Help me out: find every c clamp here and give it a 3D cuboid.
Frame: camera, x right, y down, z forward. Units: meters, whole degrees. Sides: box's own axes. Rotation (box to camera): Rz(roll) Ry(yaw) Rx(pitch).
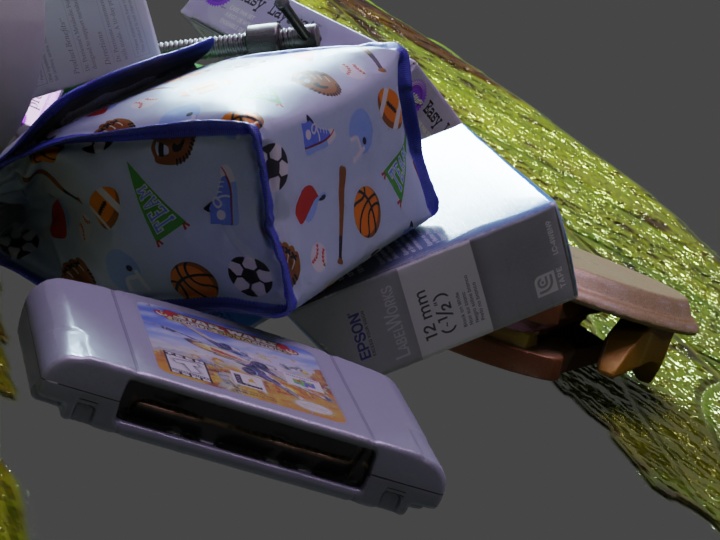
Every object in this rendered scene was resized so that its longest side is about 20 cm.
[{"bbox_3d":[-0.112,-0.130,1.840,0.199,0.027,0.171,-8,-19,17],"label":"c clamp"}]

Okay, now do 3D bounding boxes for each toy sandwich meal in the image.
[{"bbox_3d":[0.108,0.022,1.757,0.205,0.070,0.205,20,6,-2],"label":"toy sandwich meal"}]

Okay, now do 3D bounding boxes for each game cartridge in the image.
[{"bbox_3d":[-0.064,0.057,1.407,0.199,0.042,0.133,17,18,-16],"label":"game cartridge"}]

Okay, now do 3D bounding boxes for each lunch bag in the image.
[{"bbox_3d":[-0.089,-0.052,1.545,0.199,0.124,0.170,-2,16,32],"label":"lunch bag"}]

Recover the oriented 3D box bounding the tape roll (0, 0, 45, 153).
[{"bbox_3d":[-0.273,-0.122,1.443,0.202,0.203,0.139,24,14,16],"label":"tape roll"}]

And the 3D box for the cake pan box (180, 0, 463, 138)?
[{"bbox_3d":[-0.010,-0.112,1.978,0.200,0.052,0.184,29,-13,37],"label":"cake pan box"}]

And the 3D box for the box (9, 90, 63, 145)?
[{"bbox_3d":[-0.185,-0.140,1.757,0.039,0.041,0.200,24,50,-7],"label":"box"}]

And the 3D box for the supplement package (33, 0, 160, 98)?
[{"bbox_3d":[-0.222,-0.147,1.608,0.199,0.110,0.114,-17,16,-5],"label":"supplement package"}]

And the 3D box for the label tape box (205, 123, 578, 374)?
[{"bbox_3d":[0.000,0.000,1.618,0.200,0.066,0.143,-23,27,-10],"label":"label tape box"}]

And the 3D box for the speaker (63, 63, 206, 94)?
[{"bbox_3d":[-0.085,-0.078,1.805,0.200,0.089,0.088,10,17,-38],"label":"speaker"}]
